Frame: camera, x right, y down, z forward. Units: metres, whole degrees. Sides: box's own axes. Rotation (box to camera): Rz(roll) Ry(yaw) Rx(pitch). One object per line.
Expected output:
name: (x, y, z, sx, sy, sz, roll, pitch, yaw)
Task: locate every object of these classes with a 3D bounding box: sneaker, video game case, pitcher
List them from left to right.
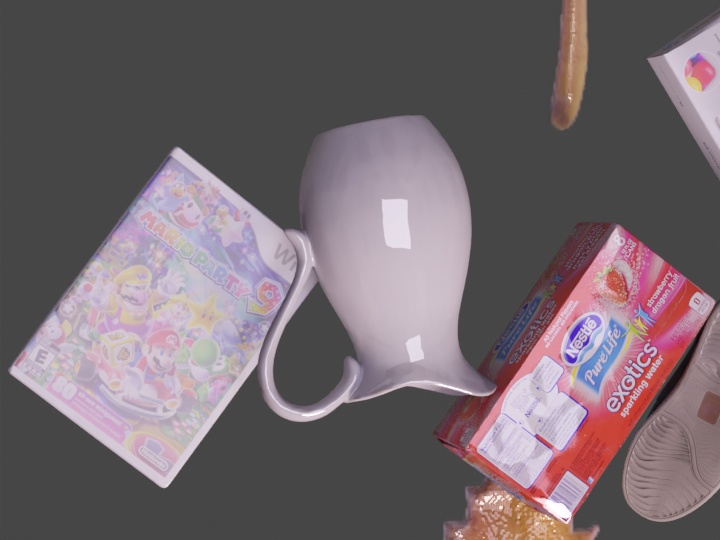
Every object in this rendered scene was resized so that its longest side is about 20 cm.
video game case: (-0.137, 0.034, 1.464, 0.143, 0.018, 0.201, 38, 83, -11)
pitcher: (0.000, 0.000, 1.436, 0.170, 0.121, 0.202, -9, 88, -17)
sneaker: (0.269, 0.095, 1.538, 0.074, 0.106, 0.201, 32, 114, 11)

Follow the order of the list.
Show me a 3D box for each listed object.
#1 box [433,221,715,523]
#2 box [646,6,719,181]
box: (0.156, 0.072, 1.494, 0.099, 0.095, 0.201, 36, 84, -12)
box: (0.342, -0.152, 1.560, 0.199, 0.041, 0.157, -35, 99, -11)
